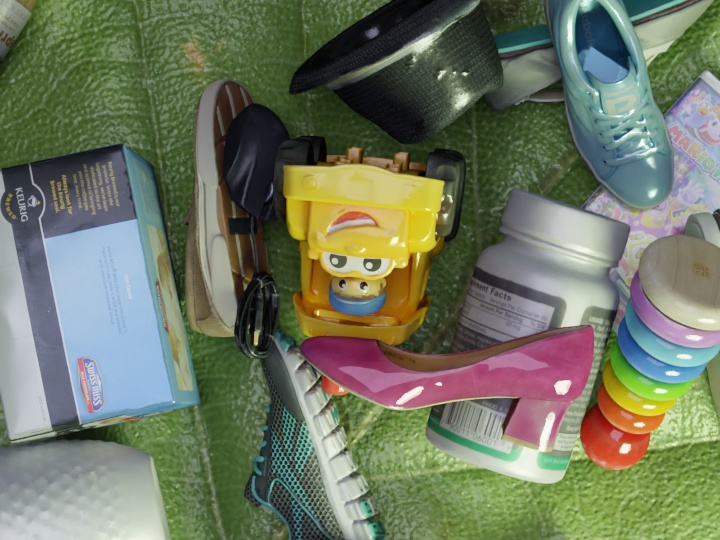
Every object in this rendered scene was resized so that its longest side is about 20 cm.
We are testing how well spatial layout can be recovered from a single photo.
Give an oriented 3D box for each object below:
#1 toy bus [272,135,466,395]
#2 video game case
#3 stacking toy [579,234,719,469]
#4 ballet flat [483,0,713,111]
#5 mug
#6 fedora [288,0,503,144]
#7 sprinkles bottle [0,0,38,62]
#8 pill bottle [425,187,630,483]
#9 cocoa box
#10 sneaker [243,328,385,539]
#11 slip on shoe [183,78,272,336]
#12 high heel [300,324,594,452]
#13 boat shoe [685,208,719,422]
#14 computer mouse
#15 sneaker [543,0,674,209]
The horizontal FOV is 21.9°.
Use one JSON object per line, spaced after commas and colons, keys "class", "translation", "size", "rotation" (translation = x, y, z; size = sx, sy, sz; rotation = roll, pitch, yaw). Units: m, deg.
{"class": "toy bus", "translation": [0.000, 0.000, 1.380], "size": [0.135, 0.200, 0.193], "rotation": [7, 95, 4]}
{"class": "video game case", "translation": [0.254, -0.035, 1.448], "size": [0.143, 0.018, 0.200], "rotation": [42, 90, 6]}
{"class": "stacking toy", "translation": [0.214, 0.070, 1.377], "size": [0.085, 0.086, 0.201], "rotation": [26, 132, 5]}
{"class": "ballet flat", "translation": [0.186, -0.172, 1.449], "size": [0.199, 0.067, 0.064], "rotation": [-16, 112, 3]}
{"class": "mug", "translation": [-0.230, 0.223, 1.415], "size": [0.174, 0.148, 0.201], "rotation": [-13, 115, -4]}
{"class": "fedora", "translation": [0.043, -0.152, 1.394], "size": [0.200, 0.201, 0.092], "rotation": [-32, 102, 1]}
{"class": "sprinkles bottle", "translation": [-0.314, -0.180, 1.473], "size": [0.068, 0.068, 0.201], "rotation": [31, 88, 5]}
{"class": "pill bottle", "translation": [0.128, 0.048, 1.393], "size": [0.112, 0.113, 0.201], "rotation": [18, 95, 5]}
{"class": "cocoa box", "translation": [-0.210, 0.019, 1.419], "size": [0.130, 0.133, 0.201], "rotation": [-12, 85, 3]}
{"class": "sneaker", "translation": [-0.053, 0.144, 1.432], "size": [0.091, 0.078, 0.201], "rotation": [-21, 83, 6]}
{"class": "slip on shoe", "translation": [-0.111, -0.048, 1.455], "size": [0.060, 0.076, 0.201], "rotation": [-11, 83, 34]}
{"class": "high heel", "translation": [0.062, 0.055, 1.306], "size": [0.199, 0.067, 0.096], "rotation": [19, 105, 1]}
{"class": "boat shoe", "translation": [0.292, 0.050, 1.401], "size": [0.060, 0.072, 0.203], "rotation": [-13, 103, -7]}
{"class": "computer mouse", "translation": [-0.074, -0.032, 1.420], "size": [0.034, 0.058, 0.201], "rotation": [-10, 75, 33]}
{"class": "sneaker", "translation": [0.184, -0.128, 1.385], "size": [0.074, 0.082, 0.201], "rotation": [-23, 108, 8]}
